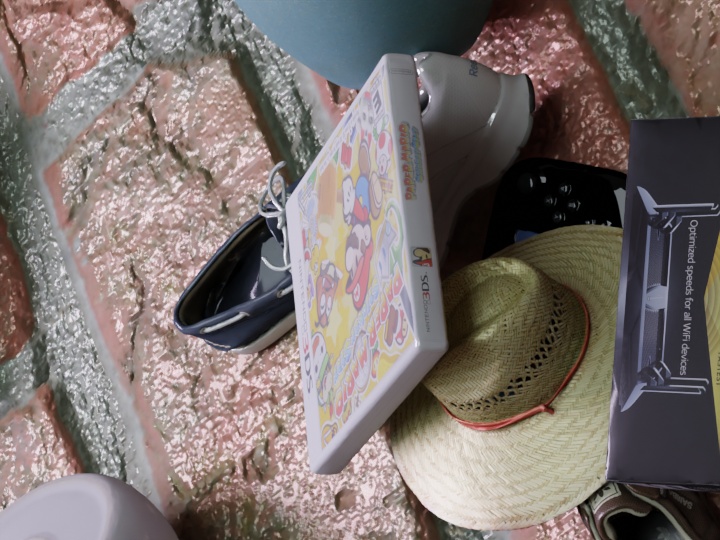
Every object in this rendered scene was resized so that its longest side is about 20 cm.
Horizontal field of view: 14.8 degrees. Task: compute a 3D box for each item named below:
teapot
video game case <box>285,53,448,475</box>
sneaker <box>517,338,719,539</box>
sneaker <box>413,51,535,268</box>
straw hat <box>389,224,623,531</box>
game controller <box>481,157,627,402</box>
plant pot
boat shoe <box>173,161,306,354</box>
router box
[{"bbox_3d":[-0.175,0.238,1.788,0.197,0.146,0.200,-37,27,10],"label":"teapot"},{"bbox_3d":[0.000,0.000,1.606,0.200,0.023,0.182,128,141,-59],"label":"video game case"},{"bbox_3d":[0.149,0.116,1.560,0.070,0.076,0.200,-42,68,15],"label":"sneaker"},{"bbox_3d":[0.025,-0.050,1.689,0.200,0.087,0.075,-59,19,18],"label":"sneaker"},{"bbox_3d":[0.078,0.040,1.562,0.201,0.085,0.201,-18,54,27],"label":"straw hat"},{"bbox_3d":[0.113,0.035,1.644,0.104,0.042,0.200,12,91,41],"label":"game controller"},{"bbox_3d":[0.008,-0.190,1.695,0.200,0.200,0.135,-1,117,40],"label":"plant pot"},{"bbox_3d":[-0.042,-0.021,1.770,0.200,0.062,0.075,-39,58,28],"label":"boat shoe"},{"bbox_3d":[0.213,0.018,1.456,0.157,0.052,0.200,1,83,40],"label":"router box"}]
